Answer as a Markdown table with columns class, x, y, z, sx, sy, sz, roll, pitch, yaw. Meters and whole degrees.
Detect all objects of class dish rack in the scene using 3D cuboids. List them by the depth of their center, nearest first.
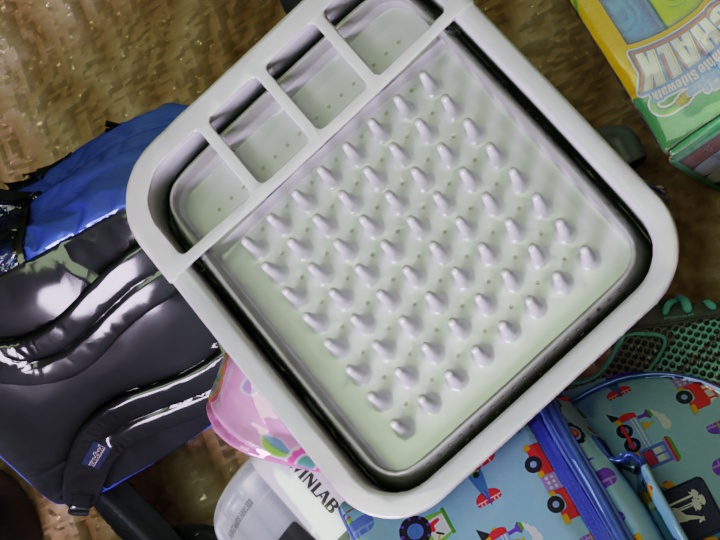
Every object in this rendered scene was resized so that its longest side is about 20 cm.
| class | x | y | z | sx | sy | sz | roll | pitch | yaw |
| --- | --- | --- | --- | --- | --- | --- | --- | --- | --- |
| dish rack | 0.016 | -0.016 | 0.682 | 0.171 | 0.044 | 0.200 | -42 | 68 | 3 |

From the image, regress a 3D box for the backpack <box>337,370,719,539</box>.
| class | x | y | z | sx | sy | sz | roll | pitch | yaw |
| --- | --- | --- | --- | --- | --- | --- | --- | --- | --- |
| backpack | 0.112 | 0.129 | 0.706 | 0.198 | 0.135 | 0.184 | -24 | 65 | 2 |

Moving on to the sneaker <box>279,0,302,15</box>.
| class | x | y | z | sx | sy | sz | roll | pitch | yaw |
| --- | --- | --- | --- | --- | --- | --- | --- | --- | --- |
| sneaker | -0.011 | -0.099 | 0.914 | 0.082 | 0.073 | 0.201 | -34 | 73 | 11 |

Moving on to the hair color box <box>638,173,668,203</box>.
| class | x | y | z | sx | sy | sz | roll | pitch | yaw |
| --- | --- | --- | --- | --- | --- | --- | --- | --- | --- |
| hair color box | 0.041 | -0.053 | 0.831 | 0.200 | 0.065 | 0.110 | 39 | 102 | 17 |

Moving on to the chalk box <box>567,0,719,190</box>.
| class | x | y | z | sx | sy | sz | roll | pitch | yaw |
| --- | --- | --- | --- | --- | --- | --- | --- | --- | --- |
| chalk box | 0.185 | -0.124 | 0.808 | 0.123 | 0.124 | 0.201 | -35 | 74 | 17 |

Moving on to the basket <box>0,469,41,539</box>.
| class | x | y | z | sx | sy | sz | roll | pitch | yaw |
| --- | --- | --- | --- | --- | --- | --- | --- | --- | --- |
| basket | -0.281 | 0.165 | 0.939 | 0.136 | 0.200 | 0.181 | 44 | 103 | 20 |

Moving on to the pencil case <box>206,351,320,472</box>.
| class | x | y | z | sx | sy | sz | roll | pitch | yaw |
| --- | --- | --- | --- | --- | --- | --- | --- | --- | --- |
| pencil case | 0.000 | 0.000 | 0.771 | 0.087 | 0.087 | 0.201 | 28 | 99 | 23 |

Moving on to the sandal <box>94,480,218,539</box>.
| class | x | y | z | sx | sy | sz | roll | pitch | yaw |
| --- | --- | --- | --- | --- | --- | --- | --- | --- | --- |
| sandal | -0.075 | 0.167 | 0.924 | 0.200 | 0.076 | 0.048 | 38 | 68 | 25 |

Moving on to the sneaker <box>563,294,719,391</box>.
| class | x | y | z | sx | sy | sz | roll | pitch | yaw |
| --- | --- | --- | --- | --- | --- | --- | --- | --- | --- |
| sneaker | 0.165 | 0.040 | 0.812 | 0.199 | 0.078 | 0.092 | -35 | 77 | 2 |

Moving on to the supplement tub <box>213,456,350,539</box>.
| class | x | y | z | sx | sy | sz | roll | pitch | yaw |
| --- | --- | --- | --- | --- | --- | --- | --- | --- | --- |
| supplement tub | 0.028 | 0.164 | 0.848 | 0.200 | 0.122 | 0.123 | 46 | 103 | 21 |

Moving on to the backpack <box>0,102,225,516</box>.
| class | x | y | z | sx | sy | sz | roll | pitch | yaw |
| --- | --- | --- | --- | --- | --- | --- | --- | --- | --- |
| backpack | -0.127 | -0.001 | 0.901 | 0.199 | 0.163 | 0.169 | -27 | 38 | 22 |

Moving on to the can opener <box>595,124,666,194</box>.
| class | x | y | z | sx | sy | sz | roll | pitch | yaw |
| --- | --- | --- | --- | --- | --- | --- | --- | --- | --- |
| can opener | 0.074 | -0.003 | 0.882 | 0.199 | 0.053 | 0.067 | -33 | 77 | 18 |
